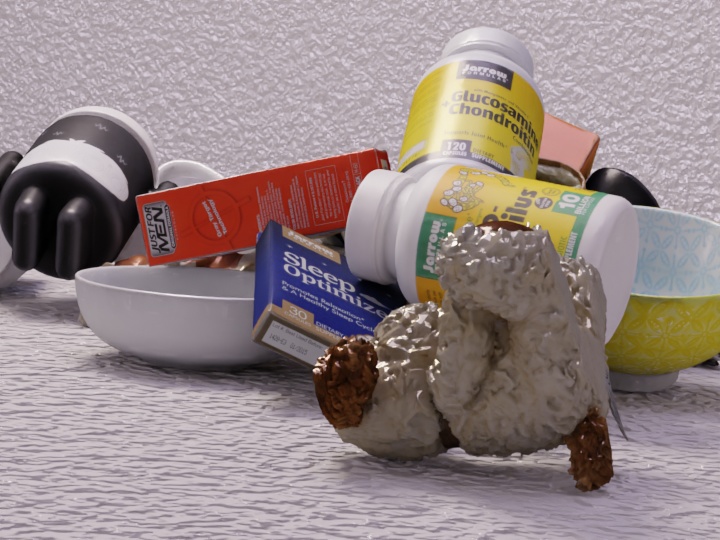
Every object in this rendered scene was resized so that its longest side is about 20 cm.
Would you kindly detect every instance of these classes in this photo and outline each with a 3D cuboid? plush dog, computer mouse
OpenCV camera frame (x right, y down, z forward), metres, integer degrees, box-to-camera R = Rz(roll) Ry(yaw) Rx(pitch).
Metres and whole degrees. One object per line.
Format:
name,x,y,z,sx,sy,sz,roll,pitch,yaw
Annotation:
plush dog,0.060,0.068,1.204,0.170,0.162,0.200,-13,-12,18
computer mouse,0.239,0.004,1.730,0.053,0.201,0.138,-39,33,-26

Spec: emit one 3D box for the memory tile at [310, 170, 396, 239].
memory tile,-0.045,-0.062,1.761,0.152,0.017,0.200,1,17,31

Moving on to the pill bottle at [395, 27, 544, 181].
pill bottle,0.091,-0.105,1.595,0.111,0.113,0.201,5,45,8

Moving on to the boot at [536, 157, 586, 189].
boot,0.117,-0.023,1.731,0.173,0.067,0.201,6,-38,14

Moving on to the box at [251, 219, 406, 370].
box,-0.022,0.023,1.464,0.120,0.033,0.200,26,19,-13

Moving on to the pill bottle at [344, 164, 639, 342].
pill bottle,0.095,-0.016,1.445,0.198,0.114,0.113,13,9,23

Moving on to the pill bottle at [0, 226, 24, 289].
pill bottle,-0.365,-0.038,1.913,0.111,0.113,0.200,4,5,-4

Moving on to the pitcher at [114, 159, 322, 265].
pitcher,-0.123,-0.042,1.907,0.198,0.173,0.122,2,-40,10

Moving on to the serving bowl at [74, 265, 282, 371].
serving bowl,-0.126,0.040,1.543,0.198,0.067,0.200,3,6,0

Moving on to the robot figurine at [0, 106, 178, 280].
robot figurine,-0.258,-0.069,1.807,0.124,0.150,0.200,-37,16,27

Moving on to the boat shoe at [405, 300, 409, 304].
boat shoe,0.053,0.041,1.616,0.071,0.073,0.200,6,5,12

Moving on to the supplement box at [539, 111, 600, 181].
supplement box,0.160,-0.050,1.775,0.066,0.069,0.201,23,-33,12

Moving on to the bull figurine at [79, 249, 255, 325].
bull figurine,-0.153,0.008,1.729,0.198,0.066,0.121,-13,-1,25

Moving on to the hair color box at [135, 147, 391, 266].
hair color box,-0.073,-0.051,1.601,0.198,0.062,0.102,-12,0,6

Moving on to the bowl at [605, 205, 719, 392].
bowl,0.221,0.032,1.568,0.198,0.109,0.200,3,22,-1

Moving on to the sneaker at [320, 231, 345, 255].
sneaker,0.002,-0.019,1.830,0.099,0.078,0.200,34,-21,-1
